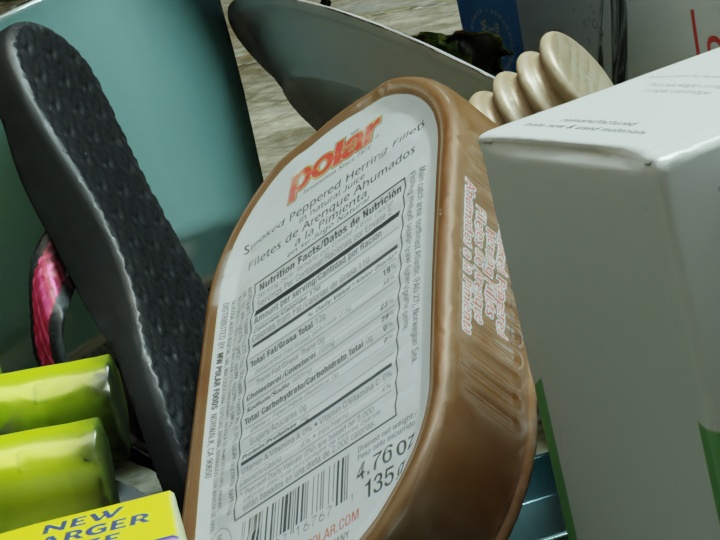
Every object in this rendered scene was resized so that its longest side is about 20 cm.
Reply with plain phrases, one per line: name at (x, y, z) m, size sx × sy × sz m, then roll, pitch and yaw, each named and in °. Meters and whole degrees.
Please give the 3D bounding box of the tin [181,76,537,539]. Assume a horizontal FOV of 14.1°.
tin at (0.000, 0.027, 0.824) m, size 0.112 × 0.042 × 0.201 m, roll -31°, pitch 36°, yaw 29°

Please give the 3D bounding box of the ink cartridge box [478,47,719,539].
ink cartridge box at (0.146, 0.005, 0.773) m, size 0.199 × 0.146 × 0.087 m, roll -21°, pitch 15°, yaw -26°

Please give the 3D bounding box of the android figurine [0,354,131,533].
android figurine at (-0.164, 0.067, 0.820) m, size 0.198 × 0.041 × 0.182 m, roll -12°, pitch 15°, yaw 0°

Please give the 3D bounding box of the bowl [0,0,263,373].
bowl at (-0.111, -0.010, 1.044) m, size 0.200 × 0.105 × 0.201 m, roll -32°, pitch -9°, yaw -6°

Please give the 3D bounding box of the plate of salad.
plate of salad at (0.044, -0.053, 1.039) m, size 0.200 × 0.200 × 0.048 m, roll 14°, pitch 73°, yaw 60°

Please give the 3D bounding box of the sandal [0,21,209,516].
sandal at (-0.077, 0.015, 0.917) m, size 0.045 × 0.201 × 0.075 m, roll -33°, pitch -23°, yaw 17°

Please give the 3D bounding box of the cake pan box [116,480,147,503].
cake pan box at (-0.148, 0.113, 0.816) m, size 0.199 × 0.053 × 0.184 m, roll -15°, pitch 17°, yaw -9°

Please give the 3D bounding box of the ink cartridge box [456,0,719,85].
ink cartridge box at (0.130, -0.061, 1.084) m, size 0.068 × 0.117 × 0.199 m, roll -23°, pitch 17°, yaw -33°

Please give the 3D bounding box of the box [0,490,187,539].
box at (-0.104, 0.139, 0.591) m, size 0.175 × 0.097 × 0.200 m, roll -14°, pitch 14°, yaw -3°

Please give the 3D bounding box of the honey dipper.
honey dipper at (0.000, 0.000, 0.929) m, size 0.200 × 0.038 × 0.038 m, roll -41°, pitch 4°, yaw 23°

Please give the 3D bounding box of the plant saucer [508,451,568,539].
plant saucer at (0.090, 0.062, 0.862) m, size 0.199 × 0.019 × 0.070 m, roll -17°, pitch 16°, yaw -13°
